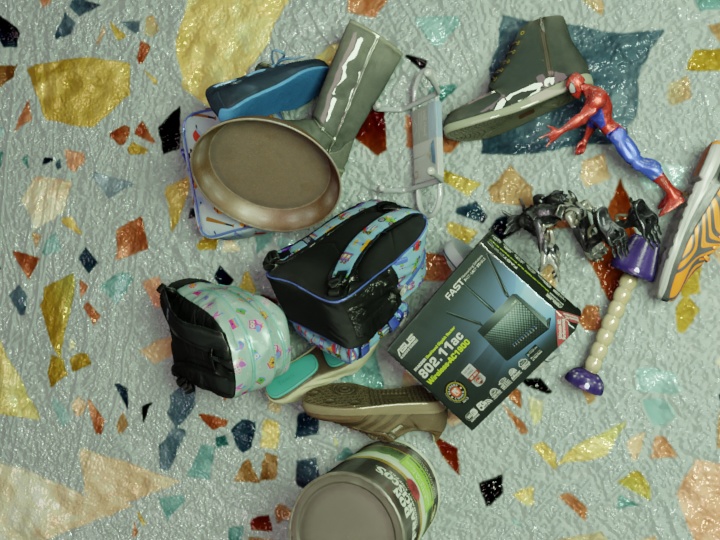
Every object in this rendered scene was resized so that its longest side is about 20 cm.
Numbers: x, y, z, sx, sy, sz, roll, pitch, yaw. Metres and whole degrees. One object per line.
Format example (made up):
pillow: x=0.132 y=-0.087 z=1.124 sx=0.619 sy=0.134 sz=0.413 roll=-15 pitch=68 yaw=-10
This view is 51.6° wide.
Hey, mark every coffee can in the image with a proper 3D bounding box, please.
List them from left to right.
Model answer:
coffee can: x=0.012 y=0.308 z=0.951 sx=0.144 sy=0.200 sz=0.149 roll=0 pitch=89 yaw=18

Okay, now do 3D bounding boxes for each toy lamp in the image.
toy lamp: x=0.317 y=0.053 z=0.930 sx=0.058 sy=0.058 sz=0.203 roll=25 pitch=98 yaw=17

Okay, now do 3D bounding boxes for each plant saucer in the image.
plant saucer: x=-0.120 y=-0.129 z=0.966 sx=0.197 sy=0.201 sz=0.035 roll=-5 pitch=51 yaw=18

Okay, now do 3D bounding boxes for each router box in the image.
router box: x=0.148 y=0.075 z=0.915 sx=0.150 sy=0.062 sz=0.201 roll=41 pitch=117 yaw=6

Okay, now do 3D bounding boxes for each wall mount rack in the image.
wall mount rack: x=0.075 y=-0.171 z=0.962 sx=0.073 sy=0.173 sz=0.204 roll=-2 pitch=88 yaw=-25

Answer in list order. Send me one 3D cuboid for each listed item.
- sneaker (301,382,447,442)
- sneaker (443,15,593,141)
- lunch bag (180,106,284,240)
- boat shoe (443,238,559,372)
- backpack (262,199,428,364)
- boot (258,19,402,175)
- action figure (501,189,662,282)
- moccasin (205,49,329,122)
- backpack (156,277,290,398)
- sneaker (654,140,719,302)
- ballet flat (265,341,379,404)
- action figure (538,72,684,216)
sneaker: x=0.019 y=0.200 z=1.002 sx=0.196 sy=0.071 sz=0.077 roll=0 pitch=110 yaw=4
sneaker: x=0.191 y=-0.247 z=0.973 sx=0.197 sy=0.075 sz=0.108 roll=-20 pitch=78 yaw=8
lunch bag: x=-0.182 y=-0.149 z=1.091 sx=0.158 sy=0.075 sz=0.203 roll=-11 pitch=87 yaw=20
boat shoe: x=0.164 y=0.056 z=0.979 sx=0.202 sy=0.074 sz=0.086 roll=48 pitch=116 yaw=6
backpack: x=0.000 y=0.000 z=0.983 sx=0.181 sy=0.199 sz=0.136 roll=18 pitch=139 yaw=46
boot: x=-0.045 y=-0.239 z=1.004 sx=0.073 sy=0.180 sz=0.202 roll=42 pitch=110 yaw=40
action figure: x=0.256 y=-0.045 z=0.910 sx=0.118 sy=0.199 sz=0.104 roll=-24 pitch=107 yaw=-24
moccasin: x=-0.122 y=-0.260 z=1.017 sx=0.068 sy=0.199 sz=0.081 roll=45 pitch=136 yaw=17
backpack: x=-0.188 y=0.093 z=1.030 sx=0.199 sy=0.125 sz=0.169 roll=14 pitch=121 yaw=51
sneaker: x=0.431 y=-0.044 z=0.881 sx=0.111 sy=0.077 sz=0.203 roll=23 pitch=101 yaw=13
ballet flat: x=-0.043 y=0.131 z=1.047 sx=0.198 sy=0.069 sz=0.070 roll=-30 pitch=80 yaw=15
action figure: x=0.299 y=-0.144 z=0.918 sx=0.098 sy=0.065 sz=0.201 roll=-35 pitch=92 yaw=24
